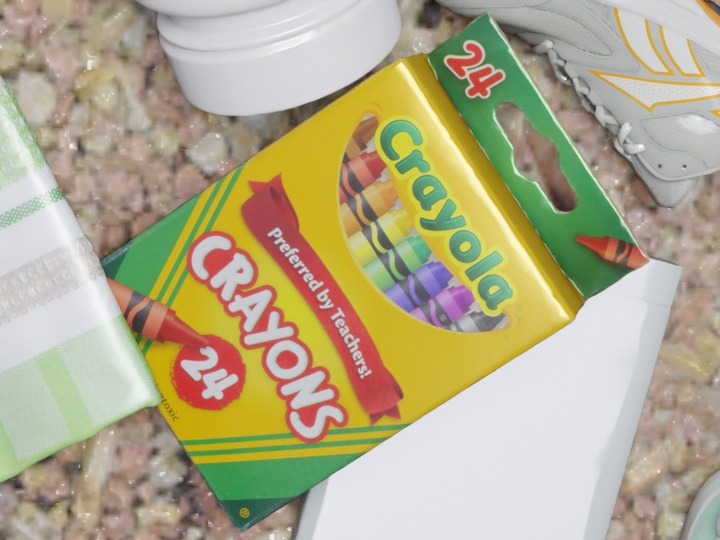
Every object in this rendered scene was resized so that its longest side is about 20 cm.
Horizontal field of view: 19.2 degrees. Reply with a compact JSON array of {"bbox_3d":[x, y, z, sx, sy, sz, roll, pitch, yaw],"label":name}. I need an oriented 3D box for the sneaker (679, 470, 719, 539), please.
[{"bbox_3d":[0.181,0.188,0.898,0.074,0.118,0.201,-3,95,-3],"label":"sneaker"}]

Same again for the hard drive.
[{"bbox_3d":[0.049,0.077,0.921,0.132,0.026,0.200,15,94,-7],"label":"hard drive"}]

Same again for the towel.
[{"bbox_3d":[-0.187,-0.004,0.862,0.149,0.031,0.200,-27,93,16],"label":"towel"}]

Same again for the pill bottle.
[{"bbox_3d":[-0.054,-0.169,0.815,0.114,0.114,0.200,-20,120,-3],"label":"pill bottle"}]

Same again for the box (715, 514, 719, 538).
[{"bbox_3d":[0.268,0.050,0.828,0.131,0.199,0.200,32,76,-8],"label":"box"}]

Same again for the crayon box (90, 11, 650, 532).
[{"bbox_3d":[0.000,0.000,0.864,0.200,0.051,0.127,-34,90,14],"label":"crayon box"}]

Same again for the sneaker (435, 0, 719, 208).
[{"bbox_3d":[0.118,-0.077,0.888,0.200,0.076,0.092,18,99,-6],"label":"sneaker"}]
